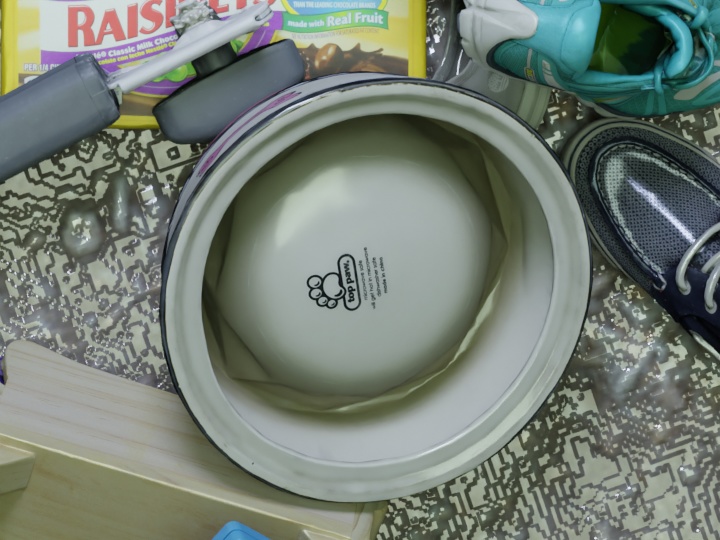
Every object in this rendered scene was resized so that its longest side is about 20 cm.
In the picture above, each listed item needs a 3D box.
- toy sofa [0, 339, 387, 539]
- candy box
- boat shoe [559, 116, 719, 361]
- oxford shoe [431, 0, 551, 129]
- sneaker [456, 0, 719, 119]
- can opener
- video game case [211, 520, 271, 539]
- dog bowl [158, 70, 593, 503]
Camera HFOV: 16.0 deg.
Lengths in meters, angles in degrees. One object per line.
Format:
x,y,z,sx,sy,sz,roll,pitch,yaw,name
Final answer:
-0.094,0.115,1.189,0.200,0.098,0.083,17,124,-6,toy sofa
-0.068,-0.117,1.200,0.200,0.026,0.102,0,92,-5,candy box
0.179,0.003,1.196,0.200,0.093,0.075,41,89,-6,boat shoe
0.070,-0.162,1.187,0.058,0.075,0.200,9,97,-9,oxford shoe
0.128,-0.099,1.154,0.200,0.080,0.078,-1,108,-48,sneaker
-0.122,-0.068,1.160,0.200,0.053,0.067,-24,100,-1,can opener
-0.068,0.213,1.149,0.143,0.018,0.200,33,106,-35,video game case
0.000,0.000,1.166,0.200,0.074,0.200,-6,111,-15,dog bowl
